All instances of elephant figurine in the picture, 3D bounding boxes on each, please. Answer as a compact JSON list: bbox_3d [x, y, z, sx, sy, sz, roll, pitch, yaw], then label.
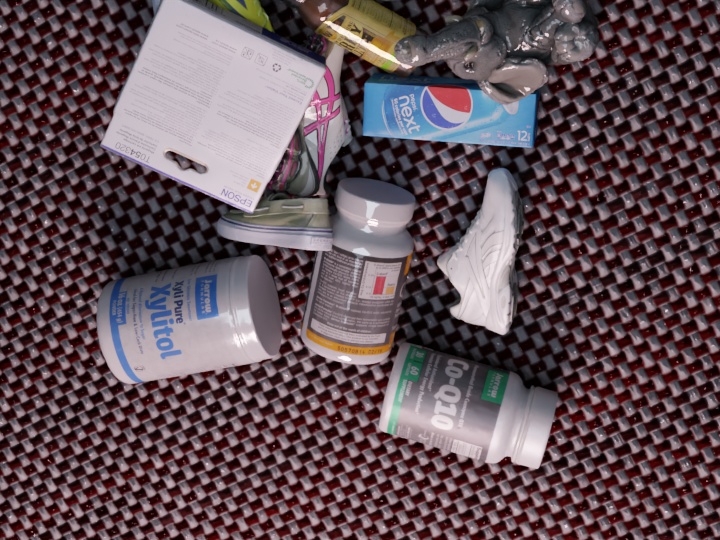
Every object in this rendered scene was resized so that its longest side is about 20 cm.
[{"bbox_3d":[0.152,-0.254,1.598,0.199,0.142,0.156,-26,120,15],"label":"elephant figurine"}]

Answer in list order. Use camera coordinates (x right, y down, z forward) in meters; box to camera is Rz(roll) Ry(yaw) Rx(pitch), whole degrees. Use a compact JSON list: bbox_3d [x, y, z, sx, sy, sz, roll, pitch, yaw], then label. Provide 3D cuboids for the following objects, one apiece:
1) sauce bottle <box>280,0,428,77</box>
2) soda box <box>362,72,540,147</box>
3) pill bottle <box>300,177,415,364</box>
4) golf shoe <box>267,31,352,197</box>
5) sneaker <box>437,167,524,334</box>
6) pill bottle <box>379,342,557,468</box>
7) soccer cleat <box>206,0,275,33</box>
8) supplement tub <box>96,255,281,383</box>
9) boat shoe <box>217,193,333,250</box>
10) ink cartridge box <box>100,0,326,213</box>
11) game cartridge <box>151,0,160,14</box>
[{"bbox_3d":[-0.020,-0.287,1.656,0.199,0.065,0.065,25,110,-17],"label":"sauce bottle"},{"bbox_3d":[0.105,-0.185,1.690,0.198,0.068,0.065,4,107,10],"label":"soda box"},{"bbox_3d":[0.000,0.000,1.739,0.115,0.116,0.202,15,109,6],"label":"pill bottle"},{"bbox_3d":[-0.049,-0.186,1.729,0.091,0.073,0.202,10,104,-28],"label":"golf shoe"},{"bbox_3d":[0.139,-0.024,1.729,0.098,0.078,0.202,7,107,12],"label":"sneaker"},{"bbox_3d":[0.130,0.166,1.766,0.198,0.113,0.114,15,108,5],"label":"pill bottle"},{"bbox_3d":[-0.129,-0.285,1.659,0.083,0.065,0.202,8,122,16],"label":"soccer cleat"},{"bbox_3d":[-0.209,0.060,1.790,0.198,0.132,0.133,-11,104,14],"label":"supplement tub"},{"bbox_3d":[-0.097,-0.060,1.732,0.199,0.072,0.063,8,91,48],"label":"boat shoe"},{"bbox_3d":[-0.167,-0.191,1.650,0.195,0.043,0.201,24,115,-13],"label":"ink cartridge box"},{"bbox_3d":[-0.170,-0.249,1.742,0.132,0.042,0.202,-3,105,16],"label":"game cartridge"}]
